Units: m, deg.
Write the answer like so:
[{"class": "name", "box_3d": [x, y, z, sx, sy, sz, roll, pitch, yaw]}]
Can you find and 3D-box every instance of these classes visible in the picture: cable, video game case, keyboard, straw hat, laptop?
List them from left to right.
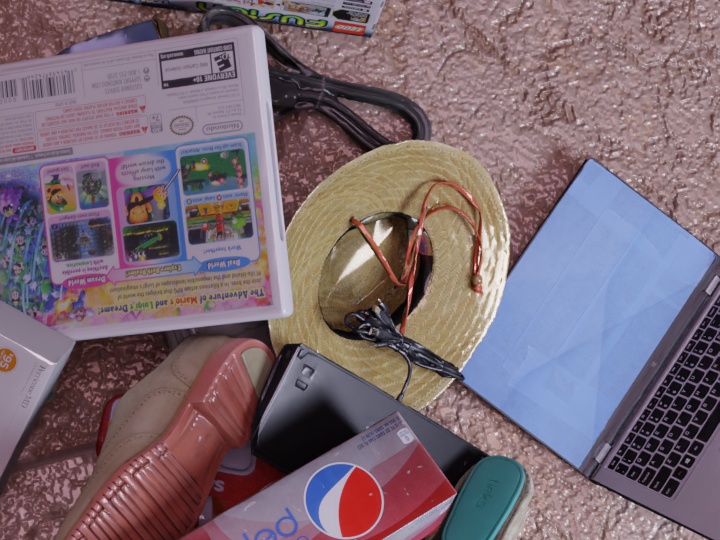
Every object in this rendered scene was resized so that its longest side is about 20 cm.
[{"class": "video game case", "box_3d": [-0.147, -0.051, 1.213, 0.198, 0.024, 0.184, -7, 89, 16]}, {"class": "cable", "box_3d": [-0.048, -0.126, 1.340, 0.198, 0.050, 0.098, 7, 76, -17]}, {"class": "straw hat", "box_3d": [0.000, 0.000, 1.288, 0.200, 0.085, 0.203, -11, 109, -33]}, {"class": "keyboard", "box_3d": [0.016, 0.097, 1.259, 0.200, 0.021, 0.128, 33, 81, -39]}, {"class": "laptop", "box_3d": [0.200, 0.050, 1.293, 0.188, 0.199, 0.116, -55, 131, -10]}]

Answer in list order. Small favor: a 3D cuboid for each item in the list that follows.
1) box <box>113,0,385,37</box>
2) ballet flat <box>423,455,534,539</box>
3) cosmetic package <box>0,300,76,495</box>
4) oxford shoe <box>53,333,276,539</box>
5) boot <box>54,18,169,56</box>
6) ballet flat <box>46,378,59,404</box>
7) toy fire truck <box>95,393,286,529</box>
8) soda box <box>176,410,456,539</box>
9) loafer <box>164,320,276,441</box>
[{"class": "box", "box_3d": [-0.082, -0.204, 1.305, 0.198, 0.110, 0.035, 8, 80, -6]}, {"class": "ballet flat", "box_3d": [0.060, 0.205, 1.247, 0.067, 0.063, 0.200, 22, 49, 25]}, {"class": "cosmetic package", "box_3d": [-0.263, 0.116, 1.221, 0.082, 0.051, 0.201, 27, 108, -3]}, {"class": "oxford shoe", "box_3d": [-0.133, 0.120, 1.190, 0.200, 0.074, 0.071, -49, 131, -28]}, {"class": "boot", "box_3d": [-0.203, -0.099, 1.288, 0.199, 0.075, 0.098, -15, 83, 3]}, {"class": "ballet flat", "box_3d": [-0.292, 0.033, 1.267, 0.199, 0.069, 0.070, 25, 79, -2]}, {"class": "toy fire truck", "box_3d": [-0.083, 0.171, 1.256, 0.198, 0.112, 0.169, 10, 62, -6]}, {"class": "soda box", "box_3d": [-0.042, 0.169, 1.164, 0.199, 0.064, 0.070, -28, 70, -23]}, {"class": "loafer", "box_3d": [-0.098, 0.024, 1.271, 0.070, 0.070, 0.201, -27, 77, -33]}]
